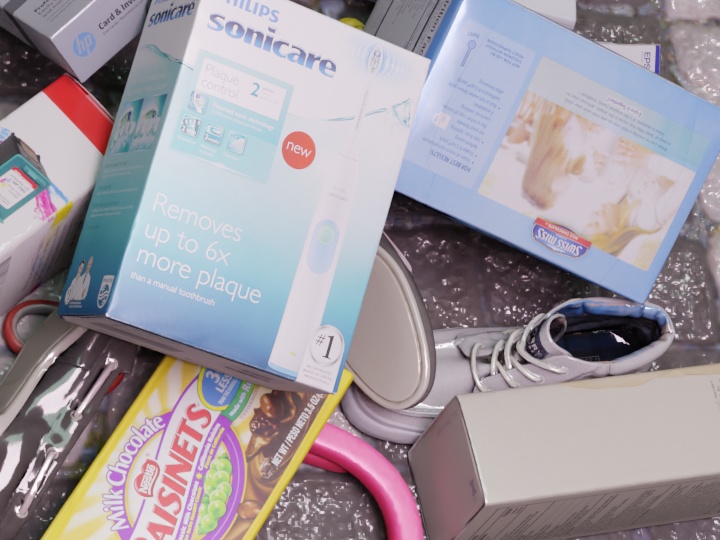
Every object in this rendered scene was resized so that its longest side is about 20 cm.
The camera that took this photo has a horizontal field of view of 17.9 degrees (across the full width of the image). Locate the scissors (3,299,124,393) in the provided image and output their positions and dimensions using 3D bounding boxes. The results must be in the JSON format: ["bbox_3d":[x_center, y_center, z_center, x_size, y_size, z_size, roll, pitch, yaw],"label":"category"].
[{"bbox_3d":[-0.124,0.028,1.384,0.200,0.014,0.073,-20,71,-26],"label":"scissors"}]

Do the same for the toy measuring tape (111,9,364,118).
[{"bbox_3d":[-0.068,-0.114,1.428,0.200,0.074,0.074,-28,77,-32],"label":"toy measuring tape"}]

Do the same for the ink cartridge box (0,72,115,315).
[{"bbox_3d":[-0.201,-0.035,1.328,0.067,0.116,0.200,46,60,7],"label":"ink cartridge box"}]

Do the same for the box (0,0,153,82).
[{"bbox_3d":[-0.165,-0.205,1.371,0.156,0.041,0.200,-42,39,-11],"label":"box"}]

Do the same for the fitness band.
[{"bbox_3d":[-0.061,0.150,1.332,0.199,0.037,0.144,15,63,-9],"label":"fitness band"}]

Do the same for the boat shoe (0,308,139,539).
[{"bbox_3d":[-0.170,0.071,1.305,0.057,0.067,0.200,48,62,-19],"label":"boat shoe"}]

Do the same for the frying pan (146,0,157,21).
[{"bbox_3d":[-0.087,-0.053,1.322,0.190,0.031,0.115,42,64,-24],"label":"frying pan"}]

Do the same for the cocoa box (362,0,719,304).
[{"bbox_3d":[0.098,-0.086,1.389,0.200,0.131,0.134,24,95,-22],"label":"cocoa box"}]

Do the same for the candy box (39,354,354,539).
[{"bbox_3d":[-0.095,0.113,1.305,0.102,0.026,0.200,31,63,1],"label":"candy box"}]

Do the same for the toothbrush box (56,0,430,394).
[{"bbox_3d":[-0.064,-0.047,1.271,0.146,0.085,0.200,21,79,-25],"label":"toothbrush box"}]

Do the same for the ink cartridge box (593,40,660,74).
[{"bbox_3d":[0.096,-0.101,1.475,0.199,0.037,0.095,-1,100,-16],"label":"ink cartridge box"}]

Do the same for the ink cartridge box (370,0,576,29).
[{"bbox_3d":[0.051,-0.264,1.547,0.199,0.041,0.200,12,63,-21],"label":"ink cartridge box"}]

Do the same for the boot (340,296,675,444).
[{"bbox_3d":[0.091,0.051,1.392,0.199,0.096,0.074,-9,69,-21],"label":"boot"}]

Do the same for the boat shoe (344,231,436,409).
[{"bbox_3d":[0.000,0.000,1.389,0.057,0.067,0.200,14,39,-55],"label":"boat shoe"}]

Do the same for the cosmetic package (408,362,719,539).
[{"bbox_3d":[0.141,0.113,1.376,0.199,0.104,0.073,-4,67,-21],"label":"cosmetic package"}]
